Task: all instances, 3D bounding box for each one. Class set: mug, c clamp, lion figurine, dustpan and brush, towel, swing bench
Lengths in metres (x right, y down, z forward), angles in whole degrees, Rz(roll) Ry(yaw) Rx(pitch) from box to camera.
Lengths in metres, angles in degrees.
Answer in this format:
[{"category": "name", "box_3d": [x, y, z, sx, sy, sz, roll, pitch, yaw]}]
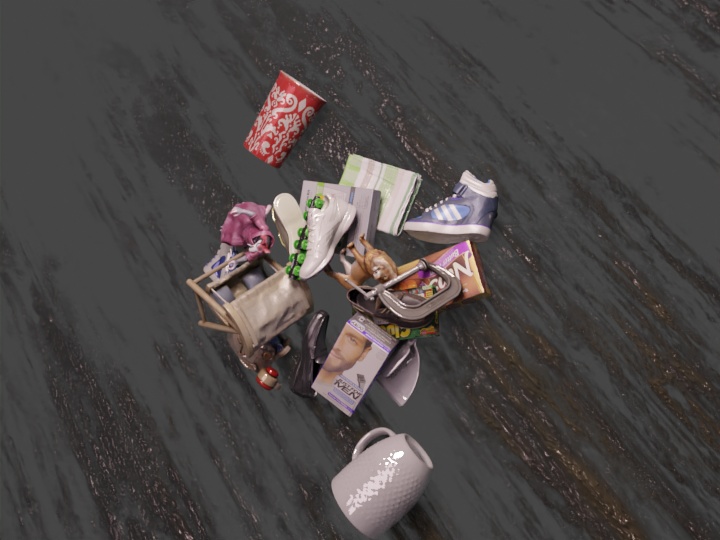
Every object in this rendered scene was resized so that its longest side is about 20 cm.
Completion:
[{"category": "mug", "box_3d": [0.045, 0.405, 1.358, 0.175, 0.148, 0.200, -43, 34, 7]}, {"category": "c clamp", "box_3d": [0.096, 0.027, 1.331, 0.171, 0.199, 0.027, 44, 144, 36]}, {"category": "lion figurine", "box_3d": [0.000, 0.000, 1.457, 0.123, 0.072, 0.200, 53, 146, -3]}, {"category": "mug", "box_3d": [-0.189, -0.367, 1.652, 0.133, 0.178, 0.201, 32, 101, -8]}, {"category": "dustpan and brush", "box_3d": [0.095, 0.169, 1.413, 0.140, 0.057, 0.200, 44, 100, 27]}, {"category": "towel", "box_3d": [0.029, -0.177, 1.534, 0.199, 0.031, 0.151, 23, 90, 29]}, {"category": "swing bench", "box_3d": [-0.244, 0.061, 1.506, 0.199, 0.198, 0.131, 23, 134, 36]}]

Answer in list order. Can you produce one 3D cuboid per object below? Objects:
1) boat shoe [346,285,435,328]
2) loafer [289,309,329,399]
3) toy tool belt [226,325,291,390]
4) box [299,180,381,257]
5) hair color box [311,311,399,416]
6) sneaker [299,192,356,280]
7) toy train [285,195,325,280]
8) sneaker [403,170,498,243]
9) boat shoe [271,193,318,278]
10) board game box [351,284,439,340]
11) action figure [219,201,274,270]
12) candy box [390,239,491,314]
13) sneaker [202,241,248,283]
[{"category": "boat shoe", "box_3d": [0.055, 0.074, 1.359, 0.198, 0.073, 0.075, 6, 85, 33]}, {"category": "loafer", "box_3d": [-0.100, 0.190, 1.509, 0.070, 0.068, 0.203, 17, 93, 21]}, {"category": "toy tool belt", "box_3d": [-0.221, 0.168, 1.537, 0.123, 0.125, 0.200, -52, 45, 4]}, {"category": "box", "box_3d": [-0.055, -0.119, 1.542, 0.198, 0.041, 0.158, 12, 95, 33]}, {"category": "hair color box", "box_3d": [-0.014, 0.198, 1.405, 0.109, 0.065, 0.201, 35, 121, 11]}, {"category": "sneaker", "box_3d": [-0.091, -0.075, 1.451, 0.201, 0.099, 0.075, -61, 20, -16]}, {"category": "toy train", "box_3d": [-0.115, -0.069, 1.494, 0.041, 0.056, 0.202, 4, 73, 44]}, {"category": "sneaker", "box_3d": [0.195, -0.139, 1.420, 0.198, 0.080, 0.148, 3, 73, 31]}, {"category": "boat shoe", "box_3d": [-0.148, -0.076, 1.541, 0.072, 0.060, 0.204, -22, 90, -20]}, {"category": "board game box", "box_3d": [0.070, 0.096, 1.404, 0.198, 0.023, 0.106, -11, 78, 31]}, {"category": "action figure", "box_3d": [-0.241, -0.074, 1.523, 0.200, 0.148, 0.135, 34, 114, 49]}, {"category": "candy box", "box_3d": [0.163, 0.028, 1.409, 0.198, 0.056, 0.118, -21, 71, 25]}, {"category": "sneaker", "box_3d": [-0.338, -0.030, 1.665, 0.114, 0.080, 0.202, -7, 78, 24]}]
